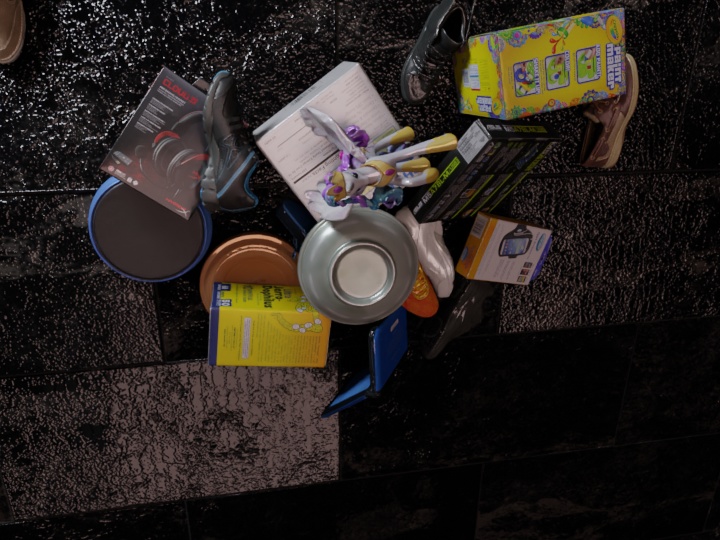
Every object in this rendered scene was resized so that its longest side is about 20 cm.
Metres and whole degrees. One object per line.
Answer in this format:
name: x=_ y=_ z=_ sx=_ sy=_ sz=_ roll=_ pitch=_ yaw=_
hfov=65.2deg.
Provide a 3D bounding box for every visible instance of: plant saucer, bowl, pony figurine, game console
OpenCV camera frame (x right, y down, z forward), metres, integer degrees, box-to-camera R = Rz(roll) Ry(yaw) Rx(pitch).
plant saucer: x=-0.191 y=0.029 z=1.026 sx=0.200 sy=0.032 sz=0.201 roll=-4 pitch=112 yaw=-9
bowl: x=-0.353 y=-0.073 z=0.949 sx=0.200 sy=0.039 sz=0.201 roll=-4 pitch=112 yaw=-10
pony figurine: x=0.006 y=-0.150 z=0.790 sx=0.200 sy=0.193 sz=0.167 roll=-21 pitch=118 yaw=-24
plant saucer: x=0.000 y=0.000 z=0.898 sx=0.200 sy=0.050 sz=0.201 roll=-2 pitch=107 yaw=-8
game console: x=0.008 y=0.154 z=1.023 sx=0.118 sy=0.200 sz=0.171 roll=2 pitch=105 yaw=18

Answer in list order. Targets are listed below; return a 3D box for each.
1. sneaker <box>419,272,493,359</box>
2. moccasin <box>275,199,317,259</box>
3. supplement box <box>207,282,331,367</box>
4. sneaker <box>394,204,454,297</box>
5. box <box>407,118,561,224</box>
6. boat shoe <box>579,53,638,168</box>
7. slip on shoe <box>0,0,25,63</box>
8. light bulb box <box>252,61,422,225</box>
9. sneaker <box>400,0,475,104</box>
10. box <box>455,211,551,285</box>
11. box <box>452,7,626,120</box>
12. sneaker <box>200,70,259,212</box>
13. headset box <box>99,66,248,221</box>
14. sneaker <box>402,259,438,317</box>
sneaker: x=0.193 y=0.096 z=1.108 sx=0.091 sy=0.076 sz=0.200 roll=25 pitch=107 yaw=-25
moccasin: x=-0.082 y=-0.033 z=0.989 sx=0.068 sy=0.080 sz=0.200 roll=-37 pitch=101 yaw=26
supplement box: x=-0.160 y=0.094 z=0.981 sx=0.200 sy=0.109 sz=0.110 roll=3 pitch=111 yaw=-14
sneaker: x=0.114 y=-0.036 z=1.045 sx=0.099 sy=0.078 sz=0.200 roll=-17 pitch=107 yaw=5
box: x=0.202 y=-0.160 z=0.925 sx=0.193 sy=0.048 sz=0.200 roll=-14 pitch=154 yaw=-40
boat shoe: x=0.435 y=-0.282 z=1.007 sx=0.072 sy=0.072 sz=0.200 roll=-2 pitch=118 yaw=-12
slip on shoe: x=-0.509 y=-0.392 z=0.779 sx=0.076 sy=0.061 sz=0.200 roll=11 pitch=109 yaw=-15
light bulb box: x=-0.036 y=-0.195 z=0.916 sx=0.198 sy=0.125 sz=0.200 roll=-36 pitch=114 yaw=3
sneaker: x=0.125 y=-0.360 z=0.894 sx=0.060 sy=0.104 sz=0.200 roll=17 pitch=107 yaw=-16
box: x=0.278 y=-0.037 z=1.062 sx=0.200 sy=0.041 sz=0.119 roll=6 pitch=112 yaw=-38
box: x=0.270 y=-0.322 z=0.883 sx=0.192 sy=0.200 sz=0.122 roll=-14 pitch=110 yaw=-5
sneaker: x=-0.185 y=-0.185 z=0.823 sx=0.082 sy=0.073 sz=0.200 roll=5 pitch=107 yaw=0
headset box: x=-0.280 y=-0.200 z=0.872 sx=0.149 sy=0.075 sz=0.200 roll=33 pitch=85 yaw=-21
sneaker: x=0.083 y=0.016 z=0.985 sx=0.073 sy=0.077 sz=0.200 roll=-39 pitch=120 yaw=-5
